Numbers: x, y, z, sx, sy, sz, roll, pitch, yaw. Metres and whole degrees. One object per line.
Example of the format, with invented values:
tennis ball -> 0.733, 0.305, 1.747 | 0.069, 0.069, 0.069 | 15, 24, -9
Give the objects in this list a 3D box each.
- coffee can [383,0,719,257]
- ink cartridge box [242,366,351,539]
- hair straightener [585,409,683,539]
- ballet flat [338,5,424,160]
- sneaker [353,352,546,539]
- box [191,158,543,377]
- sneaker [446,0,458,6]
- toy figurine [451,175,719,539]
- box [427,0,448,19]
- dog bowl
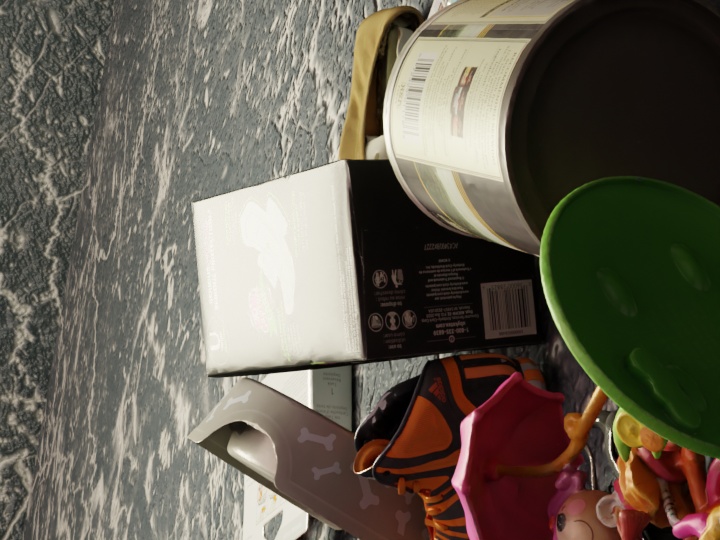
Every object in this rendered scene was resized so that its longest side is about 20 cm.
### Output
coffee can -> 0.109, -0.079, 0.939 | 0.200, 0.145, 0.148 | -155, 73, -72
ink cartridge box -> -0.057, 0.165, 1.524 | 0.200, 0.043, 0.176 | 133, 140, -61
hair straightener -> 0.146, 0.137, 0.905 | 0.200, 0.040, 0.078 | -130, 49, -59
ballet flat -> 0.021, -0.116, 1.361 | 0.063, 0.068, 0.203 | -21, 63, 54
sneaker -> 0.045, 0.145, 1.098 | 0.078, 0.111, 0.203 | -138, 53, -68
box -> 0.000, 0.000, 1.146 | 0.199, 0.147, 0.126 | -9, 85, 55
sneaker -> 0.075, -0.173, 1.135 | 0.131, 0.079, 0.200 | -53, 26, 15
toy figurine -> 0.124, 0.091, 0.820 | 0.201, 0.149, 0.185 | 55, 138, 21
box -> 0.074, -0.125, 1.237 | 0.201, 0.041, 0.120 | -107, 30, -47
dog bowl -> -0.022, 0.142, 1.201 | 0.059, 0.199, 0.200 | -59, 16, -9
